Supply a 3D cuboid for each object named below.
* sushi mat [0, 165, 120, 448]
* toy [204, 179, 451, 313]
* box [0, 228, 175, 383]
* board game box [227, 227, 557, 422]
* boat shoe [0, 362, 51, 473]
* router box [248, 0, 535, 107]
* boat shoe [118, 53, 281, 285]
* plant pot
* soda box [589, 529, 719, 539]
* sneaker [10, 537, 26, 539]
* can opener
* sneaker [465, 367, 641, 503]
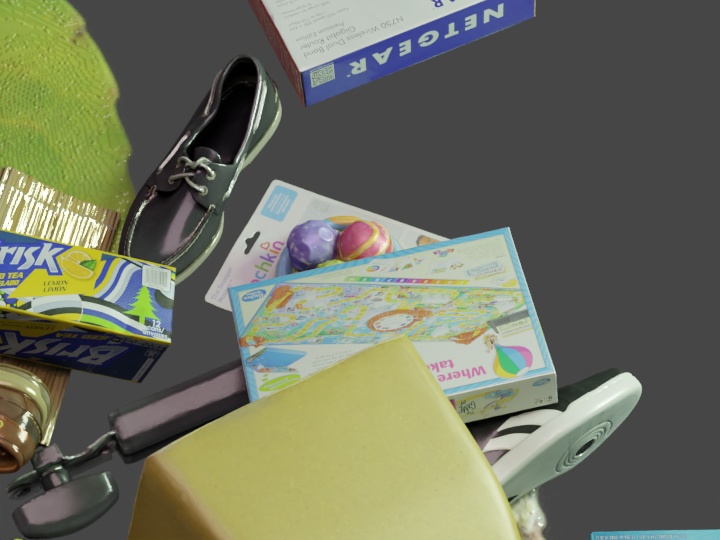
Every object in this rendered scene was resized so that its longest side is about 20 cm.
[{"bbox_3d":[-0.240,0.025,1.513,0.096,0.012,0.200,26,58,-20],"label":"sushi mat"},{"bbox_3d":[0.000,0.000,1.517,0.200,0.047,0.115,21,62,15],"label":"toy"},{"bbox_3d":[-0.232,0.018,1.465,0.200,0.070,0.064,14,58,-20],"label":"box"},{"bbox_3d":[0.019,0.049,1.430,0.200,0.034,0.134,-12,48,-2],"label":"board game box"},{"bbox_3d":[-0.308,0.094,1.407,0.200,0.072,0.068,7,41,-2],"label":"boat shoe"},{"bbox_3d":[0.010,-0.241,1.657,0.200,0.049,0.180,-23,61,-10],"label":"router box"},{"bbox_3d":[-0.122,-0.075,1.560,0.073,0.063,0.200,23,64,16],"label":"boat shoe"},{"bbox_3d":[-0.008,0.198,1.276,0.195,0.194,0.200,-24,60,-30],"label":"plant pot"},{"bbox_3d":[0.247,0.209,1.369,0.200,0.064,0.068,-2,60,3],"label":"soda box"},{"bbox_3d":[-0.183,0.248,1.369,0.076,0.075,0.200,-52,52,9],"label":"sneaker"},{"bbox_3d":[-0.149,0.121,1.458,0.200,0.053,0.066,-27,77,-13],"label":"can opener"},{"bbox_3d":[0.083,0.099,1.438,0.200,0.073,0.112,-34,65,-14],"label":"sneaker"}]
